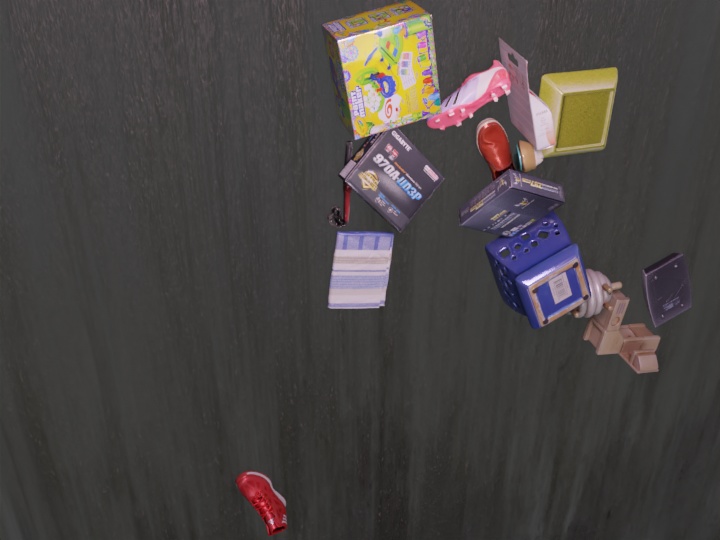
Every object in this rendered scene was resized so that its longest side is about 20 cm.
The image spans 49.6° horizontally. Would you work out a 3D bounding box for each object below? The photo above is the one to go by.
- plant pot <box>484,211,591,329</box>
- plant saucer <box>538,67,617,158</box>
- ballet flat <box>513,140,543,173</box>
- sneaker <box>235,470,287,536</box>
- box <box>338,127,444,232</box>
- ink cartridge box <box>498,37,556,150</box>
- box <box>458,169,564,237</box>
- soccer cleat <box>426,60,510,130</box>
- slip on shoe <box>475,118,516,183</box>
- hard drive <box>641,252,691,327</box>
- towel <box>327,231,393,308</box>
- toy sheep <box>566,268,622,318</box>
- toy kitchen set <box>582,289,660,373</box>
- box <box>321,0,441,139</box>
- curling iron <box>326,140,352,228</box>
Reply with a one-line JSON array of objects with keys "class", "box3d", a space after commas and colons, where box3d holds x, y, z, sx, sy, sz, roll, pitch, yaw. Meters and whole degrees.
[{"class": "plant pot", "box3d": [0.442, 0.006, 1.895, 0.198, 0.181, 0.202, -28, 126, -1]}, {"class": "plant saucer", "box3d": [0.498, -0.350, 1.781, 0.196, 0.048, 0.203, -9, 123, -15]}, {"class": "ballet flat", "box3d": [0.372, -0.253, 1.714, 0.062, 0.200, 0.070, -11, 94, 9]}, {"class": "sneaker", "box3d": [-0.248, 0.614, 2.041, 0.078, 0.116, 0.200, -38, 126, 6]}, {"class": "box", "box3d": [0.069, -0.204, 1.693, 0.159, 0.046, 0.200, -49, 125, 1]}, {"class": "ink cartridge box", "box3d": [0.349, -0.377, 1.638, 0.049, 0.163, 0.203, -17, 124, -3]}, {"class": "box", "box3d": [0.341, -0.148, 1.778, 0.155, 0.052, 0.200, 12, 152, -26]}, {"class": "soccer cleat", "box3d": [0.226, -0.371, 1.663, 0.198, 0.078, 0.067, -27, 157, 16]}, {"class": "slip on shoe", "box3d": [0.314, -0.254, 1.761, 0.073, 0.061, 0.202, -26, 124, -1]}, {"class": "hard drive", "box3d": [0.845, 0.051, 2.159, 0.133, 0.042, 0.202, -28, 126, -3]}, {"class": "towel", "box3d": [0.000, 0.000, 1.820, 0.144, 0.024, 0.203, -1, 118, -17]}, {"class": "toy sheep", "box3d": [0.581, 0.059, 2.009, 0.196, 0.139, 0.140, -6, 123, -7]}, {"class": "toy kitchen set", "box3d": [0.749, 0.156, 2.112, 0.196, 0.164, 0.183, -1, 121, -20]}, {"class": "box", "box3d": [0.043, -0.395, 1.534, 0.189, 0.122, 0.203, -18, 125, -10]}, {"class": "curling iron", "box3d": [-0.037, -0.182, 1.692, 0.049, 0.026, 0.203, -2, 120, -23]}]
